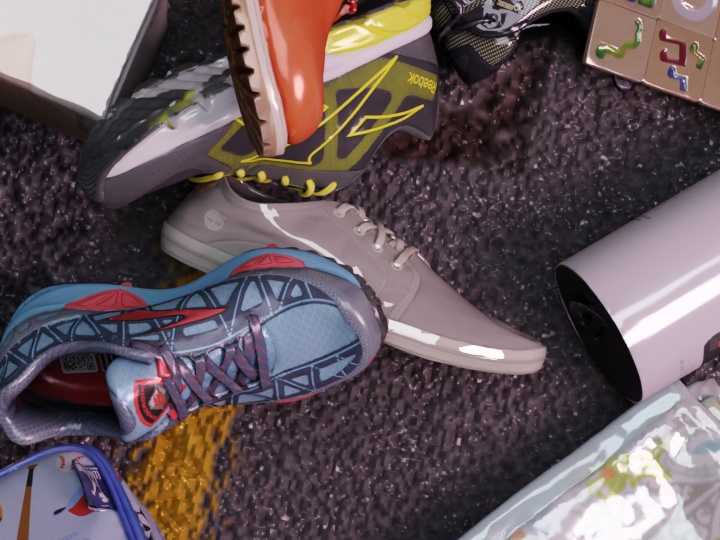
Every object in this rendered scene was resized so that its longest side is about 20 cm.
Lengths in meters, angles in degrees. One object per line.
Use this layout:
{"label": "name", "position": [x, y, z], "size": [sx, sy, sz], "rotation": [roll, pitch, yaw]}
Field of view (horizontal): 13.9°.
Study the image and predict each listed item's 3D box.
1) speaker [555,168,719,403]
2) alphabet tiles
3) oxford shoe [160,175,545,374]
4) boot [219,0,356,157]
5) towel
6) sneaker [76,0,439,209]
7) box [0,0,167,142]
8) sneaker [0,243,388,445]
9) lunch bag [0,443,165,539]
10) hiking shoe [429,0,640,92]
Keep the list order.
{"label": "speaker", "position": [0.196, -0.017, 1.454], "size": [0.200, 0.081, 0.081], "rotation": [-30, 84, -11]}
{"label": "alphabet tiles", "position": [0.187, -0.163, 1.485], "size": [0.199, 0.006, 0.167], "rotation": [17, 79, -21]}
{"label": "oxford shoe", "position": [0.000, 0.000, 1.449], "size": [0.200, 0.075, 0.058], "rotation": [22, 93, 5]}
{"label": "boot", "position": [-0.013, -0.145, 1.342], "size": [0.107, 0.075, 0.201], "rotation": [1, 69, -4]}
{"label": "towel", "position": [0.136, 0.170, 1.444], "size": [0.200, 0.048, 0.171], "rotation": [-35, 84, -7]}
{"label": "sneaker", "position": [-0.039, -0.066, 1.409], "size": [0.200, 0.074, 0.085], "rotation": [-27, 110, -21]}
{"label": "box", "position": [-0.199, -0.138, 1.451], "size": [0.200, 0.095, 0.078], "rotation": [23, 82, 2]}
{"label": "sneaker", "position": [-0.084, 0.050, 1.399], "size": [0.199, 0.096, 0.079], "rotation": [-10, 116, 19]}
{"label": "lunch bag", "position": [-0.169, 0.178, 1.375], "size": [0.200, 0.076, 0.160], "rotation": [-28, 46, 1]}
{"label": "hiking shoe", "position": [0.048, -0.148, 1.473], "size": [0.199, 0.076, 0.101], "rotation": [10, 75, -2]}
